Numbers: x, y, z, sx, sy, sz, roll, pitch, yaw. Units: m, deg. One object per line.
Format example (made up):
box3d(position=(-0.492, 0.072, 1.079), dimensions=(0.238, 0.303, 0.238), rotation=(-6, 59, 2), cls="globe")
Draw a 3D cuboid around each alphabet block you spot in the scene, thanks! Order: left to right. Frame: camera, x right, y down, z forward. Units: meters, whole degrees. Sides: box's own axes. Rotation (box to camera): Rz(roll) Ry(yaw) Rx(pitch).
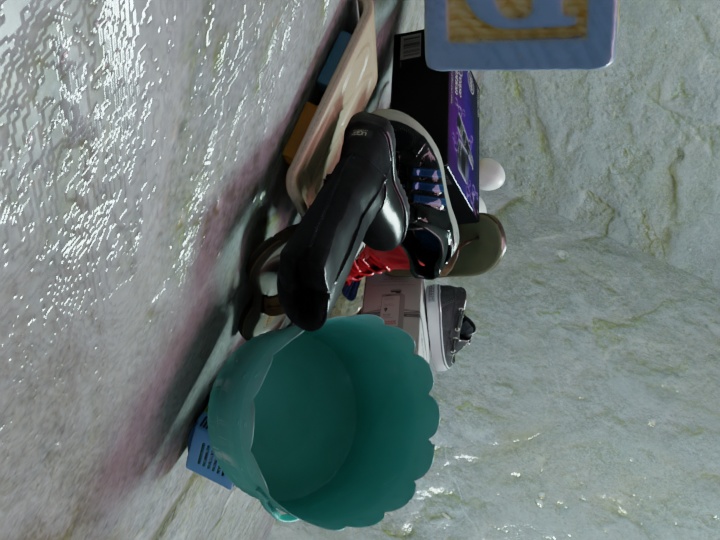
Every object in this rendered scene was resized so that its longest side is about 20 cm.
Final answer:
box3d(position=(0.179, -0.327, 0.976), dimensions=(0.200, 0.195, 0.197), rotation=(-54, 146, -62), cls="alphabet block")

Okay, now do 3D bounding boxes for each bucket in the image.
box3d(position=(-0.040, 0.143, 0.879), dimensions=(0.135, 0.207, 0.208), rotation=(-10, -131, 58), cls="bucket")

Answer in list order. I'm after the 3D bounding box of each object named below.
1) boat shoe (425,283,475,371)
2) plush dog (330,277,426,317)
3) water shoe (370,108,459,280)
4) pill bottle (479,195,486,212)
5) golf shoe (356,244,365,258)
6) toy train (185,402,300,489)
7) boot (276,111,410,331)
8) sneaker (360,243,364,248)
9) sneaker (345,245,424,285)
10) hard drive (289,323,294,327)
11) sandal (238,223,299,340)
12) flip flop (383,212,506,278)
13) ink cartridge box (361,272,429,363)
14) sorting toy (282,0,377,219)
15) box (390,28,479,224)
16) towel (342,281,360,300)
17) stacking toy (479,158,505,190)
box3d(position=(0.132, 0.082, 1.310), dimensions=(0.201, 0.066, 0.070), rotation=(78, 12, -52), cls="boat shoe")
box3d(position=(-0.009, 0.051, 1.594), dimensions=(0.199, 0.161, 0.172), rotation=(-14, 149, -48), cls="plush dog")
box3d(position=(0.057, -0.079, 0.993), dimensions=(0.201, 0.071, 0.079), rotation=(61, 34, -30), cls="water shoe")
box3d(position=(0.107, -0.091, 1.275), dimensions=(0.112, 0.201, 0.113), rotation=(-21, 146, -15), cls="pill bottle")
box3d(position=(-0.010, -0.090, 1.090), dimensions=(0.088, 0.077, 0.201), rotation=(-67, 179, -62), cls="golf shoe")
box3d(position=(-0.105, 0.157, 1.008), dimensions=(0.200, 0.114, 0.087), rotation=(-59, 173, -51), cls="toy train")
box3d(position=(-0.012, -0.022, 0.846), dimensions=(0.165, 0.065, 0.201), rotation=(75, 24, -43), cls="boot")
box3d(position=(-0.036, -0.026, 1.002), dimensions=(0.080, 0.073, 0.201), rotation=(43, -60, 60), cls="sneaker")
box3d(position=(0.000, 0.000, 1.150), dimensions=(0.116, 0.078, 0.200), rotation=(-53, -151, -18), cls="sneaker")
box3d(position=(-0.048, 0.123, 1.311), dimensions=(0.200, 0.139, 0.038), rotation=(-47, 161, -73), cls="hard drive")
box3d(position=(-0.076, 0.022, 0.911), dimensions=(0.082, 0.055, 0.200), rotation=(-30, 157, -36), cls="sandal")
box3d(position=(0.094, -0.024, 1.173), dimensions=(0.057, 0.199, 0.082), rotation=(-28, 109, -55), cls="flip flop")
box3d(position=(0.047, 0.106, 1.227), dimensions=(0.201, 0.082, 0.147), rotation=(-82, 167, -52), cls="ink cartridge box")
box3d(position=(-0.029, -0.145, 0.885), dimensions=(0.185, 0.036, 0.201), rotation=(75, 35, -82), cls="sorting toy")
box3d(position=(0.094, -0.173, 1.120), dimensions=(0.141, 0.078, 0.201), rotation=(51, 38, -58), cls="box")
box3d(position=(0.000, -0.052, 1.331), dimensions=(0.200, 0.024, 0.148), rotation=(-106, -143, -70), cls="towel")
box3d(position=(0.127, -0.172, 1.408), dimensions=(0.146, 0.199, 0.147), rotation=(25, 90, -85), cls="stacking toy")
